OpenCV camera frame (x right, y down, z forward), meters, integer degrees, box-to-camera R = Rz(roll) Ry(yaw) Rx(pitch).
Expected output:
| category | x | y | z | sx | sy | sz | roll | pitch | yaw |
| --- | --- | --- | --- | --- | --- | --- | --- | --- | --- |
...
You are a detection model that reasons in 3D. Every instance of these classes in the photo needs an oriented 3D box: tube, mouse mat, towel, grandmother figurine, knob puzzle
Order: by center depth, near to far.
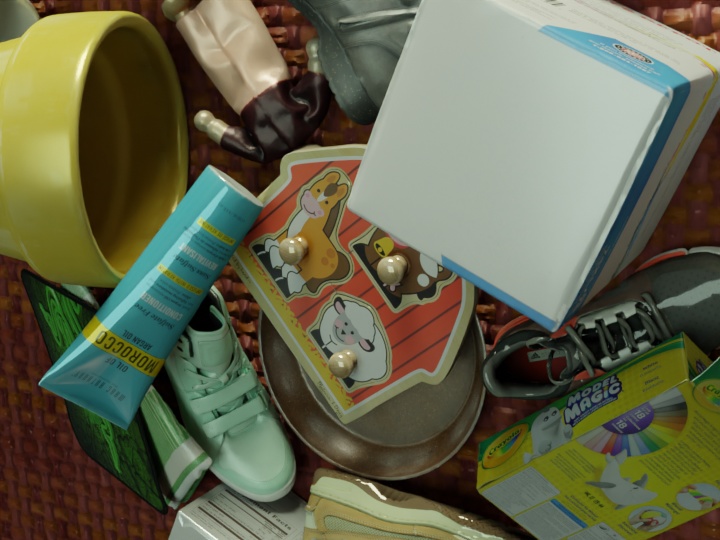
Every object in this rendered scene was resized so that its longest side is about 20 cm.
| category | x | y | z | sx | sy | sz | roll | pitch | yaw |
| --- | --- | --- | --- | --- | --- | --- | --- | --- | --- |
| knob puzzle | 0.000 | 0.000 | 0.798 | 0.216 | 0.030 | 0.224 | 11 | 113 | 26 |
| tube | -0.147 | 0.019 | 0.811 | 0.077 | 0.050 | 0.201 | 33 | 96 | -23 |
| grandmother figurine | -0.069 | -0.133 | 0.846 | 0.120 | 0.060 | 0.202 | -30 | 89 | 29 |
| towel | -0.196 | 0.102 | 0.944 | 0.201 | 0.023 | 0.153 | 55 | 154 | 9 |
| mouse mat | -0.229 | 0.104 | 0.953 | 0.160 | 0.007 | 0.203 | 21 | 130 | 46 |

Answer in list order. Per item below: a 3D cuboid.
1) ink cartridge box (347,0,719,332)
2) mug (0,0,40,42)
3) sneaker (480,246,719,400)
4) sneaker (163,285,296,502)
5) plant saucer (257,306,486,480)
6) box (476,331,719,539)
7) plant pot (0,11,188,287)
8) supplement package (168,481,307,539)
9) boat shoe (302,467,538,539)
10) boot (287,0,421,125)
| category | x | y | z | sx | sy | sz | roll | pitch | yaw |
| --- | --- | --- | --- | --- | --- | --- | --- | --- | --- |
| ink cartridge box | 0.117 | -0.084 | 0.672 | 0.145 | 0.199 | 0.148 | 31 | 116 | 19 |
| mug | -0.377 | -0.210 | 0.957 | 0.176 | 0.146 | 0.201 | 47 | 149 | 23 |
| sneaker | 0.168 | 0.049 | 0.743 | 0.198 | 0.082 | 0.078 | -27 | 88 | 31 |
| sneaker | -0.113 | 0.092 | 0.880 | 0.202 | 0.073 | 0.118 | 57 | 163 | 7 |
| plant saucer | 0.012 | 0.060 | 0.858 | 0.197 | 0.034 | 0.204 | 8 | 106 | 28 |
| box | 0.186 | 0.119 | 0.735 | 0.117 | 0.049 | 0.199 | 40 | 127 | -24 |
| plant pot | -0.253 | -0.092 | 0.852 | 0.185 | 0.201 | 0.205 | 2 | 103 | 15 |
| supplement package | -0.091 | 0.299 | 0.924 | 0.154 | 0.110 | 0.202 | 31 | 115 | 19 |
| boat shoe | 0.044 | 0.212 | 0.845 | 0.197 | 0.071 | 0.077 | 10 | 77 | 33 |
| boot | 0.011 | -0.217 | 0.782 | 0.130 | 0.070 | 0.202 | -26 | 100 | 29 |
